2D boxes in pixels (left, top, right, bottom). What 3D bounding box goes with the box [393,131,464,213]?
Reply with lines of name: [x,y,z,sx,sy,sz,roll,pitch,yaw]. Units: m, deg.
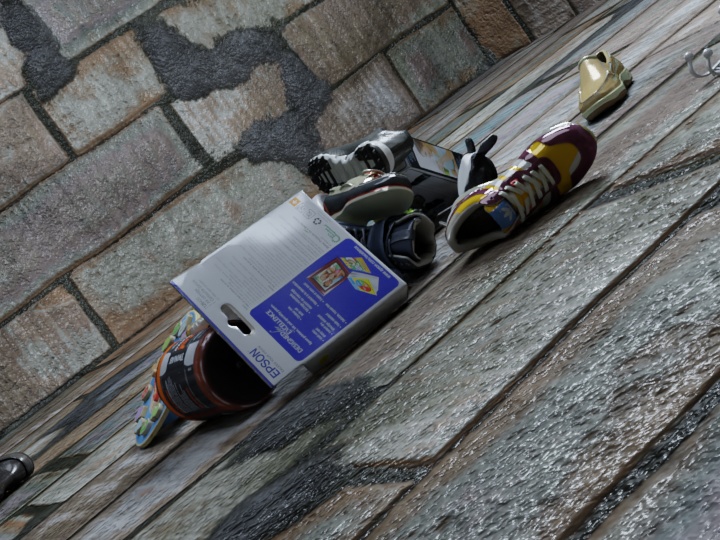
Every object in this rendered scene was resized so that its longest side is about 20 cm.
box: [0.071,-0.132,1.869,0.117,0.060,0.200,-30,-22,27]

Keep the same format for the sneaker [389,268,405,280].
sneaker: [-0.035,0.030,1.581,0.200,0.082,0.070,-29,9,36]

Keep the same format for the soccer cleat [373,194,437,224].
soccer cleat: [0.045,-0.072,1.789,0.084,0.065,0.200,-44,-18,14]

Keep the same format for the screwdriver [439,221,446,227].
screwdriver: [0.121,-0.051,1.643,0.028,0.029,0.200,-36,4,-2]

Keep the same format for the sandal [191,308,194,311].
sandal: [-0.201,0.115,1.811,0.080,0.087,0.200,-61,19,18]

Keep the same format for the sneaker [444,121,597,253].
sneaker: [0.180,-0.084,1.428,0.200,0.075,0.090,-39,13,27]

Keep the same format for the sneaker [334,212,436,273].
sneaker: [-0.002,-0.039,1.576,0.202,0.077,0.146,10,-12,-28]

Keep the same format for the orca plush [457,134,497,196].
orca plush: [0.175,-0.134,1.721,0.071,0.105,0.200,2,-20,-1]

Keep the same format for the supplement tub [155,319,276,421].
supplement tub: [-0.181,0.125,1.539,0.107,0.107,0.200,-39,9,-30]

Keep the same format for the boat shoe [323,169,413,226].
boat shoe: [0.008,-0.096,1.635,0.200,0.071,0.063,154,126,-63]

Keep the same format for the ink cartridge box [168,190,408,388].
ink cartridge box: [-0.082,0.024,1.478,0.200,0.198,0.047,-37,-30,-17]

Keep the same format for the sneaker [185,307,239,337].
sneaker: [-0.131,0.069,1.664,0.200,0.088,0.076,-23,-3,-37]

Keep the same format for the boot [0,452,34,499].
boot: [-0.666,0.388,2.194,0.200,0.069,0.174,-30,8,23]

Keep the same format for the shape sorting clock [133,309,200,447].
shape sorting clock: [-0.267,0.146,1.754,0.200,0.039,0.200,-51,23,32]

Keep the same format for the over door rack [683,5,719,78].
over door rack: [0.468,-0.294,1.446,0.200,0.067,0.148,-35,8,1]

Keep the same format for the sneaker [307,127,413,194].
sneaker: [0.005,-0.152,1.758,0.090,0.066,0.200,-35,13,-31]

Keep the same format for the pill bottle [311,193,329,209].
pill bottle: [-0.081,-0.001,1.805,0.200,0.112,0.112,-47,3,17]

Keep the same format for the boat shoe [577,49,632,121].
boat shoe: [0.340,-0.275,1.856,0.072,0.076,0.200,-32,8,24]
